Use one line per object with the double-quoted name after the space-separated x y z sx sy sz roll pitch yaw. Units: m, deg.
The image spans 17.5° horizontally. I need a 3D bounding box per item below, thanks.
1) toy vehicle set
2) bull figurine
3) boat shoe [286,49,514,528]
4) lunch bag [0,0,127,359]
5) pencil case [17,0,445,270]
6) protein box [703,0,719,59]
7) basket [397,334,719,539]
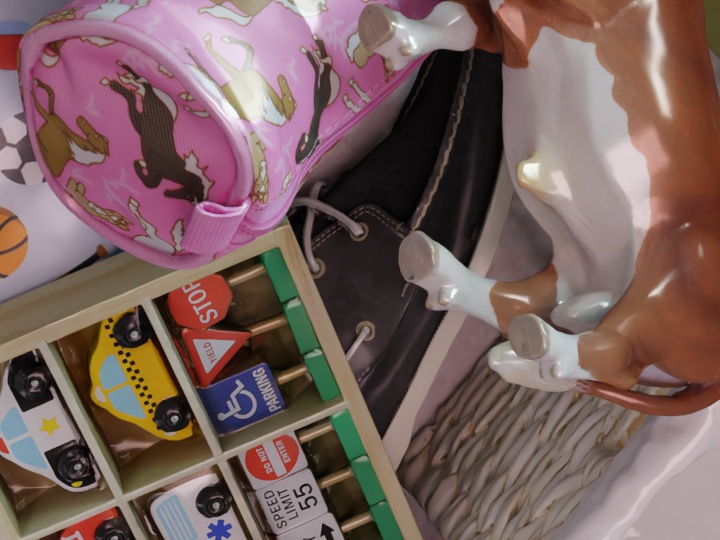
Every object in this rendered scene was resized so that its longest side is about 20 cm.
-0.048 0.084 0.766 0.124 0.027 0.201 -24 119 -1 "toy vehicle set"
0.062 -0.054 0.679 0.121 0.065 0.201 -8 80 -41 "bull figurine"
0.000 0.000 0.792 0.067 0.072 0.201 20 102 -21 "boat shoe"
-0.157 -0.057 0.731 0.199 0.076 0.161 30 98 -22 "lunch bag"
-0.019 -0.080 0.705 0.200 0.086 0.083 -45 135 -44 "pencil case"
0.228 -0.108 0.697 0.199 0.199 0.135 -18 142 -27 "protein box"
0.154 0.076 0.810 0.200 0.161 0.198 37 93 -21 "basket"
